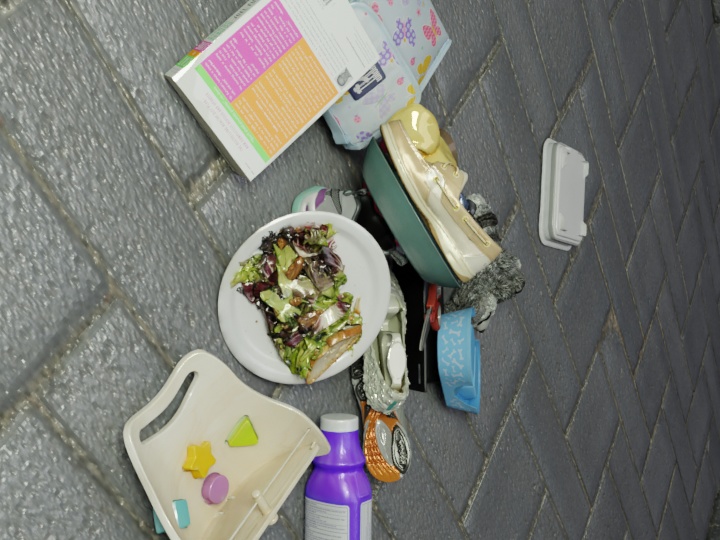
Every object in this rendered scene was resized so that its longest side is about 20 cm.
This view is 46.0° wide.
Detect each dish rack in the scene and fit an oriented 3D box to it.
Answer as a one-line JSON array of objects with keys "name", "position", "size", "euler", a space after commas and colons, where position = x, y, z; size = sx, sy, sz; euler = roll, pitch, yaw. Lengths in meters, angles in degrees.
[{"name": "dish rack", "position": [0.400, -0.145, 1.644], "size": [0.170, 0.043, 0.204], "euler": [8, 84, -54]}]

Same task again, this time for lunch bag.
[{"name": "lunch bag", "position": [0.005, -0.267, 1.010], "size": [0.201, 0.126, 0.170], "euler": [-57, 134, -24]}]

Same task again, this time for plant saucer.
[{"name": "plant saucer", "position": [0.052, -0.060, 0.986], "size": [0.202, 0.036, 0.200], "euler": [59, 6, -11]}]

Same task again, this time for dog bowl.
[{"name": "dog bowl", "position": [0.145, 0.133, 1.235], "size": [0.201, 0.049, 0.113], "euler": [72, 21, -56]}]

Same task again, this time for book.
[{"name": "book", "position": [-0.085, -0.211, 0.874], "size": [0.200, 0.048, 0.134], "euler": [-43, 124, -11]}]

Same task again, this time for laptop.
[{"name": "laptop", "position": [0.100, 0.069, 1.163], "size": [0.198, 0.102, 0.181], "euler": [5, 85, -53]}]

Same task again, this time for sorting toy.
[{"name": "sorting toy", "position": [-0.150, 0.183, 0.834], "size": [0.201, 0.106, 0.182], "euler": [-51, 123, -40]}]

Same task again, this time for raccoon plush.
[{"name": "raccoon plush", "position": [0.162, -0.006, 1.306], "size": [0.133, 0.097, 0.203], "euler": [-17, 76, -41]}]

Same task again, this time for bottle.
[{"name": "bottle", "position": [-0.027, 0.276, 1.017], "size": [0.065, 0.082, 0.204], "euler": [0, 91, -54]}]

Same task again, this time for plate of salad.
[{"name": "plate of salad", "position": [-0.055, 0.036, 0.918], "size": [0.196, 0.048, 0.204], "euler": [-7, 113, -17]}]

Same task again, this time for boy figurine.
[{"name": "boy figurine", "position": [0.090, -0.115, 1.034], "size": [0.201, 0.063, 0.126], "euler": [53, 24, -44]}]

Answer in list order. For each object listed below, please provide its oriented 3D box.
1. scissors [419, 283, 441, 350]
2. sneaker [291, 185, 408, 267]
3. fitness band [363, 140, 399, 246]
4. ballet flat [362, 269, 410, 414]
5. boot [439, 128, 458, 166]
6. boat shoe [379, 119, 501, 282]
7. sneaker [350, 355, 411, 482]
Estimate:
[{"name": "scissors", "position": [0.083, 0.048, 1.037], "size": [0.200, 0.014, 0.075], "euler": [-21, 112, -77]}, {"name": "sneaker", "position": [0.000, 0.000, 0.993], "size": [0.078, 0.138, 0.203], "euler": [-38, 121, -47]}, {"name": "fitness band", "position": [0.071, -0.122, 1.181], "size": [0.200, 0.037, 0.146], "euler": [-47, 128, -42]}, {"name": "ballet flat", "position": [0.035, 0.076, 1.065], "size": [0.071, 0.071, 0.204], "euler": [20, 59, -53]}, {"name": "boot", "position": [0.098, -0.087, 1.159], "size": [0.075, 0.073, 0.203], "euler": [-28, 122, -21]}, {"name": "boat shoe", "position": [0.092, -0.088, 0.954], "size": [0.202, 0.068, 0.074], "euler": [59, 7, -11]}, {"name": "sneaker", "position": [0.027, 0.175, 1.117], "size": [0.092, 0.074, 0.204], "euler": [80, 8, -74]}]
